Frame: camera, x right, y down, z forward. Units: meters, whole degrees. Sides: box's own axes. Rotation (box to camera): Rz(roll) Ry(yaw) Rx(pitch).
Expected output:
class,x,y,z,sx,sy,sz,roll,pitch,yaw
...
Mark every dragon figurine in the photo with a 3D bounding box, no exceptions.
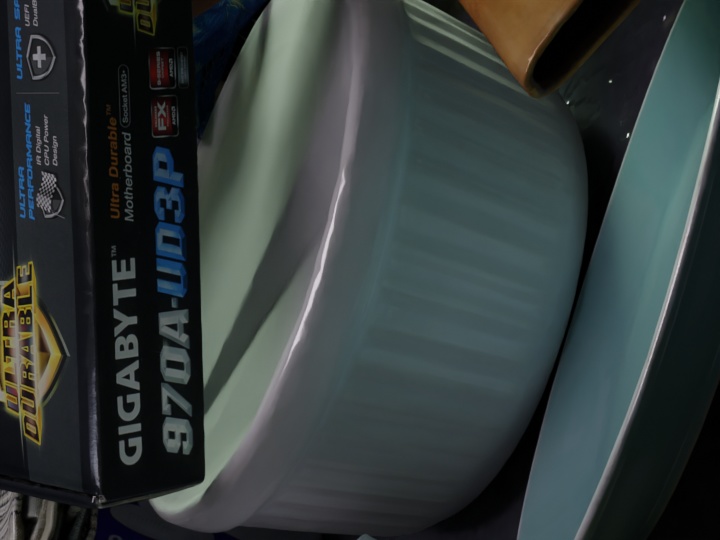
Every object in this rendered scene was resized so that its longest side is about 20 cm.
class,x,y,z,sx,sy,sz,roll,pitch,yaw
dragon figurine,-0.075,-0.088,0.784,0.099,0.059,0.200,-57,-6,17

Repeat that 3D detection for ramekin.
class,x,y,z,sx,sy,sz,roll,pitch,yaw
ramekin,0.000,0.000,0.709,0.202,0.094,0.203,-163,90,-72

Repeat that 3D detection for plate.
class,x,y,z,sx,sy,sz,roll,pitch,yaw
plate,0.079,0.008,0.552,0.200,0.026,0.200,-163,90,-90

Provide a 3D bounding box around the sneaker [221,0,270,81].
class,x,y,z,sx,sy,sz,roll,pitch,yaw
sneaker,-0.010,-0.127,0.880,0.090,0.078,0.200,-51,-3,-35

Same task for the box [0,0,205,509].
class,x,y,z,sx,sy,sz,roll,pitch,yaw
box,-0.120,-0.033,0.674,0.159,0.046,0.200,6,100,45

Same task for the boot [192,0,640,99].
class,x,y,z,sx,sy,sz,roll,pitch,yaw
boot,0.014,-0.104,0.617,0.188,0.068,0.200,-40,46,3

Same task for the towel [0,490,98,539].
class,x,y,z,sx,sy,sz,roll,pitch,yaw
towel,-0.143,0.060,0.823,0.200,0.035,0.193,-33,45,56

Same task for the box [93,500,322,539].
class,x,y,z,sx,sy,sz,roll,pitch,yaw
box,-0.103,0.113,0.875,0.184,0.105,0.200,-54,30,36

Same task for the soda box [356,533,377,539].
class,x,y,z,sx,sy,sz,roll,pitch,yaw
soda box,-0.017,0.142,0.561,0.064,0.068,0.200,-67,-14,19
